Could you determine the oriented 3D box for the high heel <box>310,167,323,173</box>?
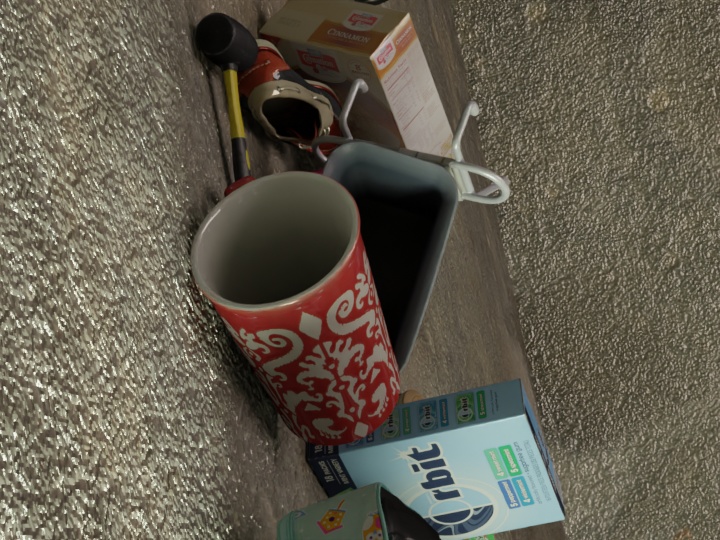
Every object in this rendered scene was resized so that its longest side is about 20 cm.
[{"bbox_3d":[-0.022,-0.071,1.441,0.200,0.095,0.068,-44,119,-77],"label":"high heel"}]

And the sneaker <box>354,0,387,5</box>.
[{"bbox_3d":[-0.011,-0.446,2.036,0.200,0.076,0.089,63,3,-65],"label":"sneaker"}]

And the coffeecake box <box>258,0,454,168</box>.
[{"bbox_3d":[0.002,-0.181,1.525,0.073,0.152,0.201,-50,138,-25],"label":"coffeecake box"}]

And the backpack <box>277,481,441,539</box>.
[{"bbox_3d":[-0.002,0.246,1.031,0.200,0.151,0.178,74,5,-66],"label":"backpack"}]

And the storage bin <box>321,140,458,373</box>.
[{"bbox_3d":[0.000,0.000,1.347,0.134,0.144,0.202,71,36,-79],"label":"storage bin"}]

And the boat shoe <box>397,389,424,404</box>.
[{"bbox_3d":[0.051,0.228,1.529,0.072,0.064,0.203,-10,88,-57],"label":"boat shoe"}]

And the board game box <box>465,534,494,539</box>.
[{"bbox_3d":[0.103,0.288,1.586,0.200,0.029,0.136,119,-36,-68],"label":"board game box"}]

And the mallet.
[{"bbox_3d":[-0.103,-0.120,1.272,0.066,0.041,0.203,-3,83,-75],"label":"mallet"}]

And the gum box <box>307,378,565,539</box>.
[{"bbox_3d":[0.072,0.184,1.338,0.171,0.198,0.045,64,17,-45],"label":"gum box"}]

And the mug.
[{"bbox_3d":[-0.039,0.023,1.177,0.201,0.132,0.179,69,19,-46],"label":"mug"}]

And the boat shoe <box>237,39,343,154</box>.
[{"bbox_3d":[-0.061,-0.149,1.388,0.063,0.071,0.200,61,10,26],"label":"boat shoe"}]

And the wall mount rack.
[{"bbox_3d":[0.061,-0.107,1.387,0.174,0.198,0.075,61,47,-60],"label":"wall mount rack"}]
